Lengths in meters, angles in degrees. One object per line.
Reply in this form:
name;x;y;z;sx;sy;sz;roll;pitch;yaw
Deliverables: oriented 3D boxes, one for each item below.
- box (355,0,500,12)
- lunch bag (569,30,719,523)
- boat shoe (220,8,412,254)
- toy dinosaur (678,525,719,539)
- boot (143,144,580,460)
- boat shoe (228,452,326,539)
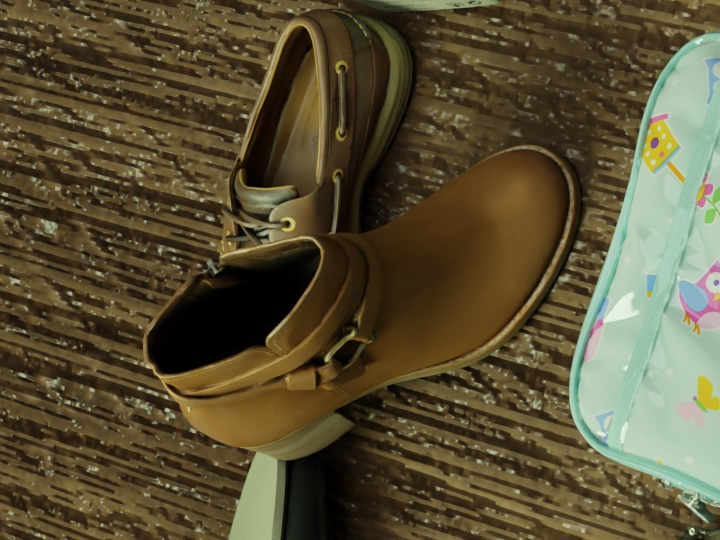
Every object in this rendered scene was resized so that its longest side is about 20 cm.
box;-0.012;-0.173;1.250;0.068;0.200;0.082;0;84;33
lunch bag;0.174;0.007;1.179;0.160;0.077;0.200;20;95;33
boat shoe;-0.037;-0.027;1.328;0.072;0.068;0.201;18;94;33
toy dinosaur;0.097;0.183;1.226;0.200;0.047;0.088;-31;65;23
boot;0.000;0.000;1.232;0.200;0.155;0.077;-34;67;5
boat shoe;-0.031;0.176;1.306;0.074;0.063;0.202;133;141;-63
